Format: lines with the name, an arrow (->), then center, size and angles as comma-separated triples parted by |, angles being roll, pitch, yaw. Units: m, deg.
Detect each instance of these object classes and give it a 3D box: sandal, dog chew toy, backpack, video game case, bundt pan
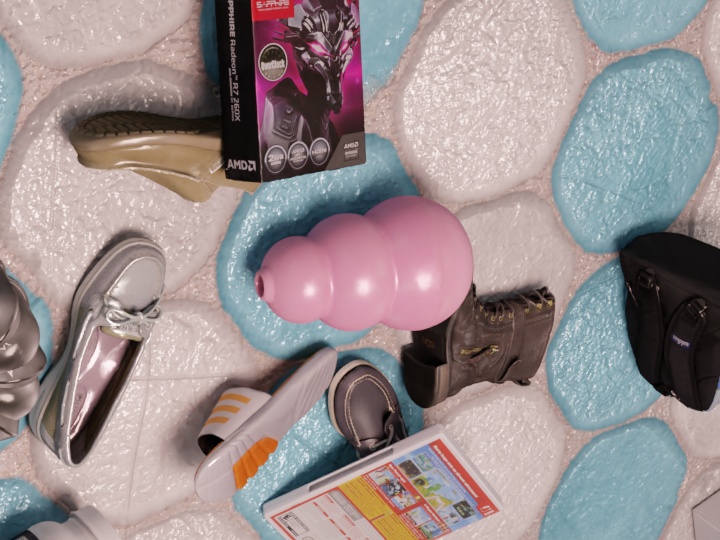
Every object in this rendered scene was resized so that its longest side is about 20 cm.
sandal -> -0.100, 0.135, 1.603 | 0.207, 0.059, 0.079 | -44, 153, -38
dog chew toy -> 0.000, 0.000, 1.561 | 0.200, 0.125, 0.125 | -8, 119, -24
backpack -> 0.359, 0.061, 1.846 | 0.154, 0.163, 0.200 | -34, 139, -37
video game case -> 0.023, 0.235, 1.707 | 0.200, 0.017, 0.143 | -26, 131, 14
bundt pan -> -0.338, 0.083, 1.373 | 0.202, 0.076, 0.202 | -19, 124, -30

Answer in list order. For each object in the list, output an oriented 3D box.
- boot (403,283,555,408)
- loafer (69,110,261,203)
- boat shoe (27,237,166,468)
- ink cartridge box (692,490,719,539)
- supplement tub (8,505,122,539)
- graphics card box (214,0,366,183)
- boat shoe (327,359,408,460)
boot -> 0.127, 0.042, 1.723 | 0.174, 0.069, 0.200 | -15, 127, -37
loafer -> -0.148, -0.091, 1.420 | 0.200, 0.076, 0.068 | -2, 109, -37
boat shoe -> -0.215, 0.069, 1.465 | 0.074, 0.065, 0.202 | 23, 99, -43
ink cartridge box -> 0.536, 0.330, 2.132 | 0.200, 0.146, 0.147 | -30, 130, -21
supplement tub -> -0.291, 0.306, 1.488 | 0.200, 0.140, 0.141 | -29, 129, -21
graphics card box -> -0.057, -0.178, 1.411 | 0.125, 0.051, 0.200 | -13, 107, -45
boat shoe -> 0.026, 0.169, 1.706 | 0.073, 0.063, 0.200 | -36, 133, -17
